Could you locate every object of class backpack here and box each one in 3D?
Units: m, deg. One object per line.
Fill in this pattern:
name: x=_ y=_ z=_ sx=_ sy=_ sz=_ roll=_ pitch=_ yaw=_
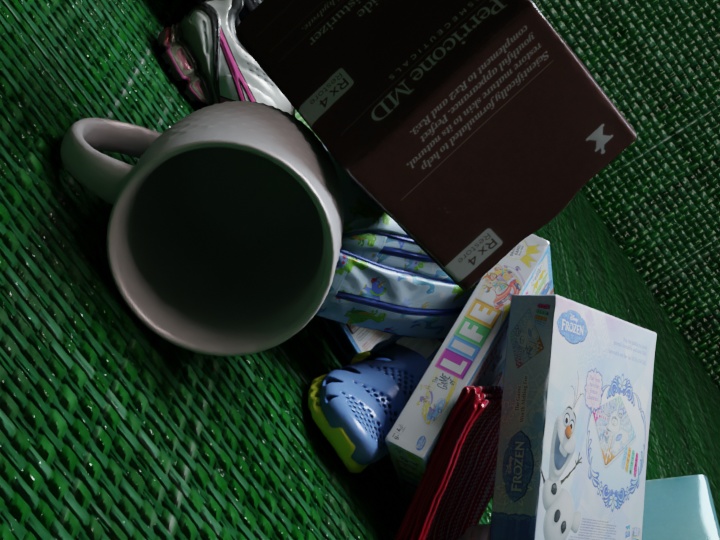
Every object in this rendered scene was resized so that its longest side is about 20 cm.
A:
backpack: x=0.011 y=-0.021 z=1.392 sx=0.200 sy=0.154 sz=0.163 roll=31 pitch=19 yaw=-30

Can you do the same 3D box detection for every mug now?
mug: x=-0.107 y=-0.052 z=1.204 sx=0.200 sy=0.148 sz=0.175 roll=23 pitch=19 yaw=-4

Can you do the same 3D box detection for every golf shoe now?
golf shoe: x=-0.086 y=-0.144 z=1.544 sx=0.200 sy=0.092 sz=0.073 roll=54 pitch=14 yaw=-19

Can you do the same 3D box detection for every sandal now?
sandal: x=0.021 y=0.092 z=1.392 sx=0.080 sy=0.087 sz=0.200 roll=57 pitch=22 yaw=-7

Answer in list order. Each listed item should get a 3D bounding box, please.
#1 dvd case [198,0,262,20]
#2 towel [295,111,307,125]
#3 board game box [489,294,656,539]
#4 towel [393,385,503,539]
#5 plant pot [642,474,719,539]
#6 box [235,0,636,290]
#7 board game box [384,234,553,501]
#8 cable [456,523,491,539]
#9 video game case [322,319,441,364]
dvd case: x=-0.112 y=-0.234 z=1.650 sx=0.143 sy=0.018 sz=0.200 roll=55 pitch=-9 yaw=-7
towel: x=0.015 y=-0.121 z=1.638 sx=0.153 sy=0.200 sz=0.023 roll=55 pitch=-11 yaw=-12
board game box: x=0.170 y=0.132 z=1.396 sx=0.200 sy=0.043 sz=0.199 roll=19 pitch=75 yaw=-57
towel: x=0.086 y=0.157 z=1.398 sx=0.022 sy=0.145 sz=0.200 roll=27 pitch=5 yaw=19
plant pot: x=0.242 y=0.302 z=1.519 sx=0.141 sy=0.141 sz=0.200 roll=95 pitch=-13 yaw=-50
box: x=0.050 y=-0.131 z=1.248 sx=0.164 sy=0.166 sz=0.200 roll=43 pitch=6 yaw=-44
board game box: x=0.090 y=0.080 z=1.398 sx=0.034 sy=0.200 sz=0.134 roll=26 pitch=-20 yaw=19
cable: x=0.128 y=0.290 z=1.379 sx=0.200 sy=0.069 sz=0.200 roll=27 pitch=34 yaw=-62
video game case: x=0.000 y=0.000 z=1.540 sx=0.200 sy=0.018 sz=0.143 roll=59 pitch=39 yaw=-8
